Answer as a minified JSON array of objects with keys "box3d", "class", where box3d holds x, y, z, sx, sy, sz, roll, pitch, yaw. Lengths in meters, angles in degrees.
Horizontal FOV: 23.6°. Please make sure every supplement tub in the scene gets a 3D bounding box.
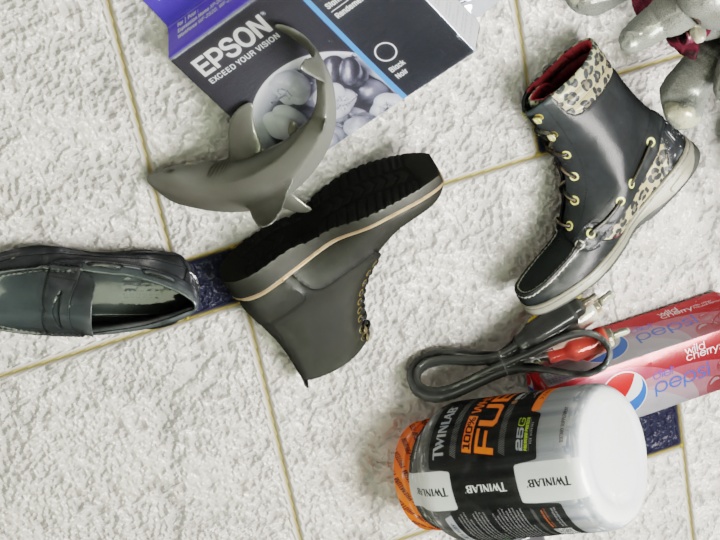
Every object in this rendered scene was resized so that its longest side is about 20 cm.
[{"box3d":[0.134,0.166,1.471,0.198,0.123,0.123,-12,126,36],"class":"supplement tub"}]

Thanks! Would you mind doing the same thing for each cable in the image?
[{"box3d":[0.142,0.078,1.510,0.199,0.098,0.050,-30,159,3],"class":"cable"}]

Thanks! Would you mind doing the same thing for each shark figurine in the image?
[{"box3d":[-0.062,-0.082,1.325,0.127,0.090,0.214,31,132,-22],"class":"shark figurine"}]

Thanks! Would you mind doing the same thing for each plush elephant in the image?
[{"box3d":[0.257,-0.209,1.321,0.199,0.155,0.166,-34,89,25],"class":"plush elephant"}]

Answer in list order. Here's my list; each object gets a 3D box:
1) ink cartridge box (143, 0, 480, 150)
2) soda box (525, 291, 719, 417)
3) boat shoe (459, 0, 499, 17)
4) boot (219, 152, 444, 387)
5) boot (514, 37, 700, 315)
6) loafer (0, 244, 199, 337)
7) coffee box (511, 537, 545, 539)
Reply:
[{"box3d":[-0.045,-0.191,1.309,0.197,0.044,0.200,-31,121,29],"class":"ink cartridge box"},{"box3d":[0.251,0.086,1.550,0.198,0.070,0.064,-18,117,-9],"class":"soda box"},{"box3d":[0.100,-0.261,1.351,0.201,0.075,0.087,-29,118,-6],"class":"boat shoe"},{"box3d":[0.000,0.000,1.439,0.198,0.078,0.139,-27,123,10],"class":"boot"},{"box3d":[0.173,-0.079,1.456,0.204,0.073,0.154,-45,115,0],"class":"boot"},{"box3d":[-0.225,0.019,1.369,0.198,0.070,0.069,-3,113,-16],"class":"loafer"},{"box3d":[0.138,0.336,1.636,0.122,0.044,0.202,-22,117,-8],"class":"coffee box"}]
